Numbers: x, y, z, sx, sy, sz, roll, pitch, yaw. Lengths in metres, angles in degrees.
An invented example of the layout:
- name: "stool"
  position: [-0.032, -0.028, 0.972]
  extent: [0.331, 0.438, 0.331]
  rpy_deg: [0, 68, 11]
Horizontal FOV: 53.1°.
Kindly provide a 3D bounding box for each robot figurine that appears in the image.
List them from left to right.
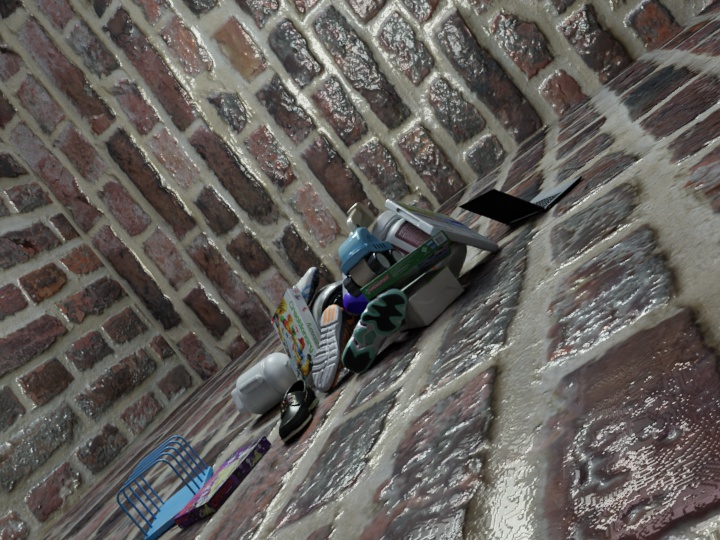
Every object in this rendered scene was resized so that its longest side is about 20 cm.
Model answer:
- name: "robot figurine"
  position: [-0.229, 0.281, 1.798]
  extent: [0.200, 0.113, 0.169]
  rpy_deg: [-37, -19, 20]

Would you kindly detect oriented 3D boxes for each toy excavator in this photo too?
- name: "toy excavator"
  position: [0.006, -0.059, 1.534]
  extent: [0.100, 0.200, 0.194]
  rpy_deg: [-42, -16, 28]

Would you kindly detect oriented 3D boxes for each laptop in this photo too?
- name: "laptop"
  position: [0.366, -0.179, 1.668]
  extent: [0.200, 0.116, 0.187]
  rpy_deg: [-40, 5, -17]

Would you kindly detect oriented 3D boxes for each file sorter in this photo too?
- name: "file sorter"
  position: [-0.411, 0.449, 1.521]
  extent: [0.139, 0.123, 0.200]
  rpy_deg: [-38, 4, -3]

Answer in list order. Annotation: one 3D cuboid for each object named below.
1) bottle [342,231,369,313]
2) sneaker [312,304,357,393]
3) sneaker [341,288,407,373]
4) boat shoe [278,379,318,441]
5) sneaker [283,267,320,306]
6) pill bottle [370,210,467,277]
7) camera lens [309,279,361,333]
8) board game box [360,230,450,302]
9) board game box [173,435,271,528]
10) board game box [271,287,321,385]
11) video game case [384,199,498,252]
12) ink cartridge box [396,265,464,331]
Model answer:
- name: "bottle"
  position: [0.000, 0.000, 1.641]
  extent: [0.065, 0.083, 0.201]
  rpy_deg: [103, 168, -56]
- name: "sneaker"
  position: [-0.035, 0.180, 1.559]
  extent: [0.077, 0.112, 0.201]
  rpy_deg: [-18, 51, 41]
- name: "sneaker"
  position: [0.033, 0.103, 1.472]
  extent: [0.200, 0.078, 0.140]
  rpy_deg: [-54, 2, 20]
- name: "boat shoe"
  position: [-0.133, 0.278, 1.435]
  extent: [0.074, 0.063, 0.201]
  rpy_deg: [-35, 7, 12]
- name: "sneaker"
  position: [-0.151, 0.059, 1.781]
  extent: [0.200, 0.072, 0.072]
  rpy_deg: [-61, 4, 46]
- name: "pill bottle"
  position: [0.127, -0.051, 1.616]
  extent: [0.114, 0.200, 0.114]
  rpy_deg: [-41, -32, -33]
- name: "camera lens"
  position: [-0.038, 0.106, 1.740]
  extent: [0.160, 0.160, 0.200]
  rpy_deg: [-39, 4, -13]
- name: "board game box"
  position: [0.095, 0.001, 1.463]
  extent: [0.200, 0.029, 0.135]
  rpy_deg: [-36, -12, 0]
- name: "board game box"
  position: [-0.264, 0.407, 1.398]
  extent: [0.120, 0.032, 0.200]
  rpy_deg: [-40, 3, 35]
- name: "board game box"
  position: [-0.144, 0.158, 1.715]
  extent: [0.034, 0.200, 0.126]
  rpy_deg: [-5, -37, -35]
- name: "video game case"
  position: [0.177, -0.098, 1.584]
  extent: [0.182, 0.199, 0.022]
  rpy_deg: [39, 112, 50]
- name: "ink cartridge box"
  position: [0.119, 0.064, 1.512]
  extent: [0.117, 0.067, 0.200]
  rpy_deg: [-41, 6, -20]
